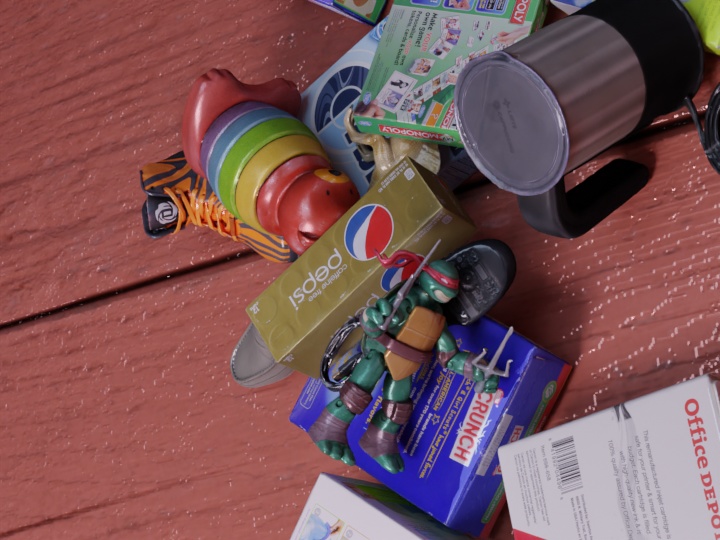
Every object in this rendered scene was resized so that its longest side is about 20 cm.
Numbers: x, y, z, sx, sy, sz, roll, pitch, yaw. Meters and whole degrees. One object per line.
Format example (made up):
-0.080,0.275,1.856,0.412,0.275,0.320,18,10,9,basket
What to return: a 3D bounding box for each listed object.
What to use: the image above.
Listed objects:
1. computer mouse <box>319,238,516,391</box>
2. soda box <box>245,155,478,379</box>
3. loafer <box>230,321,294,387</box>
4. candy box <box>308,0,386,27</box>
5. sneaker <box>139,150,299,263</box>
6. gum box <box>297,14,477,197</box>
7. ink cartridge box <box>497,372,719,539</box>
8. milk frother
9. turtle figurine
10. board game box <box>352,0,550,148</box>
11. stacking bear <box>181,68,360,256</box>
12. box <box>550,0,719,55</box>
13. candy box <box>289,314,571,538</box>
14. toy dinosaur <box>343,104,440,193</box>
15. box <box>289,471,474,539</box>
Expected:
0.047,0.038,1.505,0.199,0.034,0.059,-33,86,16,computer mouse
0.000,0.000,1.533,0.200,0.064,0.068,-44,55,15,soda box
-0.073,0.047,1.663,0.200,0.069,0.070,-48,54,41,loafer
-0.023,-0.360,1.738,0.169,0.077,0.201,28,98,39,candy box
-0.145,-0.051,1.726,0.200,0.112,0.078,35,134,44,sneaker
0.014,-0.121,1.673,0.200,0.044,0.171,-39,59,23,gum box
0.223,0.184,1.416,0.199,0.084,0.145,-23,65,31,ink cartridge box
0.215,-0.124,1.416,0.199,0.188,0.182,-6,110,50,milk frother
0.042,0.064,1.444,0.201,0.149,0.101,-60,29,14,turtle figurine
0.086,-0.203,1.575,0.134,0.029,0.201,11,66,20,board game box
-0.069,-0.082,1.615,0.200,0.121,0.114,45,120,41,stacking bear
0.251,-0.262,1.525,0.199,0.048,0.123,23,93,38,box
0.059,0.107,1.554,0.200,0.077,0.170,30,95,39,candy box
0.027,-0.100,1.596,0.200,0.058,0.101,-50,59,17,toy dinosaur
0.045,0.265,1.514,0.199,0.112,0.102,29,96,38,box
